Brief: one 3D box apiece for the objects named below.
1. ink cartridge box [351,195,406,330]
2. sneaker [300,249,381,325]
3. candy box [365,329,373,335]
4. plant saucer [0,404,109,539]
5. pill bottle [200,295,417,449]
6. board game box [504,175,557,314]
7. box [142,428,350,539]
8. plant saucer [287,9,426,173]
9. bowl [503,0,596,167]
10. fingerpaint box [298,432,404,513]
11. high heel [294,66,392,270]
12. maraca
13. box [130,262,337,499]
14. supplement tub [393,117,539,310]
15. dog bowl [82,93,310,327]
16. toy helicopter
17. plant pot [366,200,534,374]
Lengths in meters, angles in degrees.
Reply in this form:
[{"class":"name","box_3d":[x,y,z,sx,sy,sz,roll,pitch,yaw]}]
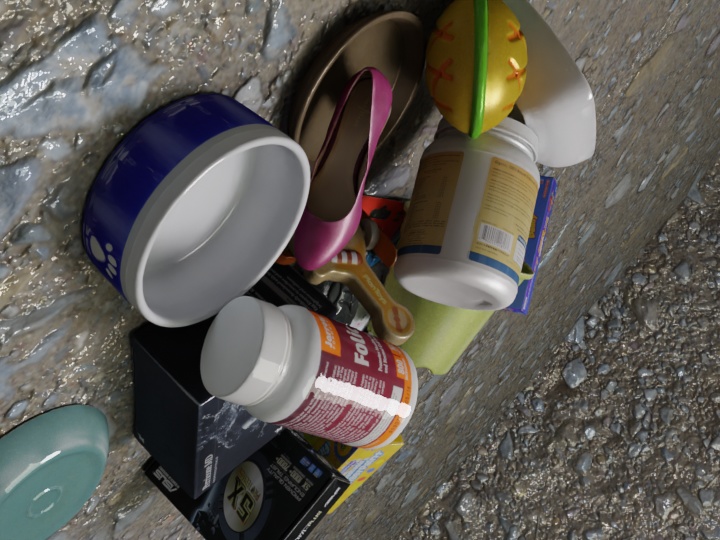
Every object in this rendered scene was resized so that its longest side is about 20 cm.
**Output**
[{"class":"ink cartridge box","box_3d":[0.000,0.000,1.162,0.200,0.057,0.162,-53,159,17]},{"class":"sneaker","box_3d":[-0.042,0.022,1.063,0.201,0.082,0.073,-61,158,16]},{"class":"candy box","box_3d":[0.070,0.103,1.441,0.200,0.061,0.136,-49,159,-8]},{"class":"plant saucer","box_3d":[-0.331,0.226,0.876,0.200,0.036,0.200,-42,157,-22]},{"class":"pill bottle","box_3d":[-0.048,0.100,0.838,0.200,0.114,0.114,25,105,-40]},{"class":"board game box","box_3d":[0.202,-0.048,1.272,0.045,0.134,0.201,31,73,-67]},{"class":"box","box_3d":[-0.142,0.260,1.079,0.164,0.200,0.086,-48,158,-6]},{"class":"plant saucer","box_3d":[-0.005,-0.181,0.890,0.200,0.029,0.200,-41,156,-22]},{"class":"bowl","box_3d":[0.201,-0.221,1.035,0.074,0.201,0.200,-32,158,3]},{"class":"fingerpaint box","box_3d":[-0.042,0.217,1.185,0.073,0.167,0.200,7,136,-35]},{"class":"high heel","box_3d":[-0.025,-0.099,0.834,0.096,0.067,0.201,42,67,-77]},{"class":"maraca","box_3d":[0.122,-0.241,0.905,0.137,0.106,0.201,95,-4,-88]},{"class":"box","box_3d":[-0.144,0.117,0.967,0.200,0.117,0.197,-34,152,-35]},{"class":"supplement tub","box_3d":[0.127,-0.067,0.994,0.145,0.144,0.201,52,51,-68]},{"class":"dog bowl","box_3d":[-0.141,-0.051,0.759,0.200,0.079,0.200,-42,156,-23]},{"class":"toy helicopter","box_3d":[-0.005,-0.007,0.942,0.132,0.200,0.079,-29,168,-45]},{"class":"plant pot","box_3d":[0.105,0.032,1.178,0.185,0.200,0.200,-61,157,14]}]
